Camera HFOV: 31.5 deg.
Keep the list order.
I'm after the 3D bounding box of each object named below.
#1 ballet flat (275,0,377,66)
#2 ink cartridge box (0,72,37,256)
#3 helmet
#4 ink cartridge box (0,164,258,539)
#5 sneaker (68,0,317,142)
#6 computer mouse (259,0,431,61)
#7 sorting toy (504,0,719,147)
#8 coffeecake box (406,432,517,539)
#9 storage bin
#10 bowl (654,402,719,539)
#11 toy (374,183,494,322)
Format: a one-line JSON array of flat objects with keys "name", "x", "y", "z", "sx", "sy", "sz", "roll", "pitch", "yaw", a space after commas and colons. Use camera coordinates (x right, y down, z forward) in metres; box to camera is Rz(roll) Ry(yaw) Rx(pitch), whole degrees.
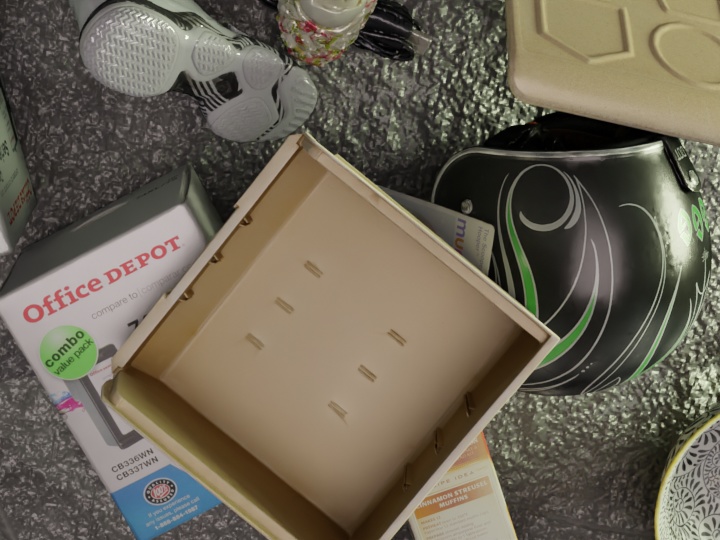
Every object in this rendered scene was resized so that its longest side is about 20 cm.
[{"name": "ballet flat", "x": -0.006, "y": -0.221, "z": 0.843, "sx": 0.076, "sy": 0.064, "sz": 0.200, "roll": 21, "pitch": 116, "yaw": -9}, {"name": "ink cartridge box", "x": -0.286, "y": -0.111, "z": 0.847, "sx": 0.083, "sy": 0.147, "sz": 0.200, "roll": -12, "pitch": 108, "yaw": -4}, {"name": "helmet", "x": 0.144, "y": -0.006, "z": 0.899, "sx": 0.200, "sy": 0.200, "sz": 0.191, "roll": -5, "pitch": 106, "yaw": -5}, {"name": "ink cartridge box", "x": -0.139, "y": 0.053, "z": 0.909, "sx": 0.147, "sy": 0.146, "sz": 0.200, "roll": -28, "pitch": 106, "yaw": 2}, {"name": "sneaker", "x": -0.118, "y": -0.163, "z": 0.884, "sx": 0.200, "sy": 0.115, "sz": 0.075, "roll": 15, "pitch": 127, "yaw": -47}, {"name": "computer mouse", "x": 0.019, "y": -0.254, "z": 0.885, "sx": 0.138, "sy": 0.053, "sz": 0.200, "roll": 23, "pitch": 103, "yaw": -11}, {"name": "sorting toy", "x": 0.185, "y": -0.173, "z": 0.878, "sx": 0.185, "sy": 0.200, "sz": 0.036, "roll": 11, "pitch": 143, "yaw": -9}, {"name": "coffeecake box", "x": 0.070, "y": 0.181, "z": 0.965, "sx": 0.073, "sy": 0.154, "sz": 0.200, "roll": -19, "pitch": 108, "yaw": -1}, {"name": "storage bin", "x": -0.023, "y": 0.049, "z": 0.783, "sx": 0.198, "sy": 0.094, "sz": 0.200, "roll": 39, "pitch": 96, "yaw": -1}, {"name": "bowl", "x": 0.318, "y": 0.173, "z": 1.021, "sx": 0.200, "sy": 0.094, "sz": 0.201, "roll": -1, "pitch": 106, "yaw": -5}, {"name": "toy", "x": 0.000, "y": 0.000, "z": 0.889, "sx": 0.047, "sy": 0.200, "sz": 0.115, "roll": -12, "pitch": 115, "yaw": -39}]
